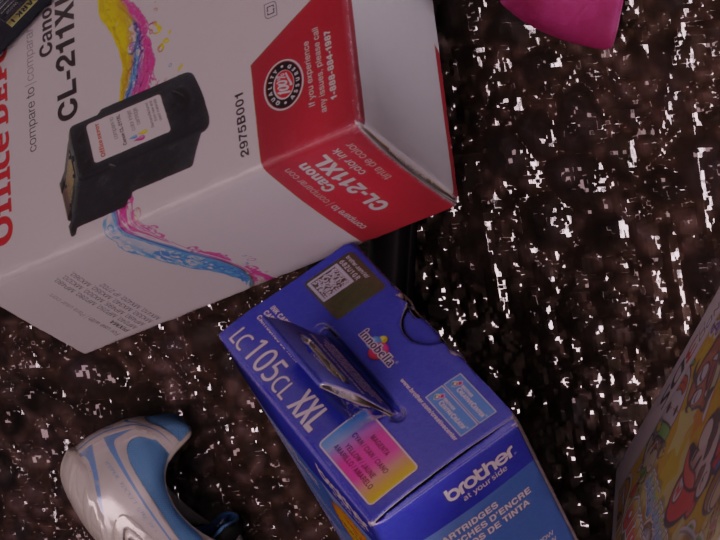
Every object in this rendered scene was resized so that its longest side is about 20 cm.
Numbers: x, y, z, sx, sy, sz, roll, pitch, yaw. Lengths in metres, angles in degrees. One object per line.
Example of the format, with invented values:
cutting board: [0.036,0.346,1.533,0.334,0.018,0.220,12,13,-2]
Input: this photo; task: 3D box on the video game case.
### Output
video game case: [0.144,0.066,0.984,0.023,0.200,0.182,23,118,-4]

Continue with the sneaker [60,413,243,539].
sneaker: [-0.077,0.162,1.183,0.072,0.072,0.200,-22,104,-4]

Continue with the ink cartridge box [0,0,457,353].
ink cartridge box: [-0.069,-0.069,1.067,0.200,0.083,0.146,-22,58,25]

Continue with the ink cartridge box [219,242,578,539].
ink cartridge box: [0.022,0.083,1.028,0.076,0.136,0.200,-34,134,-9]

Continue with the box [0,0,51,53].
box: [-0.171,-0.195,1.078,0.158,0.051,0.200,44,93,16]

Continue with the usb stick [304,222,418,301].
usb stick: [0.000,0.000,1.124,0.055,0.033,0.201,12,109,28]

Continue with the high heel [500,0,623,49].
high heel: [0.117,-0.187,1.016,0.096,0.067,0.200,31,105,-14]
